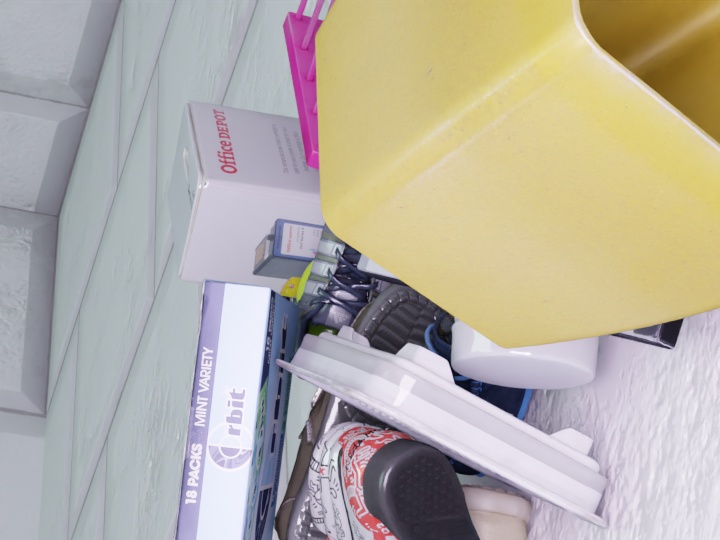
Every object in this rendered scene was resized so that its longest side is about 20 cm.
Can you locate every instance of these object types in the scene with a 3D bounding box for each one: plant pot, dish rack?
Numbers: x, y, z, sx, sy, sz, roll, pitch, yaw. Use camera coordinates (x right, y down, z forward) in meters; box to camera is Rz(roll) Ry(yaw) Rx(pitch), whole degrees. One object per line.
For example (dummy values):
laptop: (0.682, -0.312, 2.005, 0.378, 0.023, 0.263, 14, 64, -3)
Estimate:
plant pot: (0.087, -0.081, 0.987, 0.176, 0.200, 0.201, -33, 41, 31)
dish rack: (0.049, 0.081, 1.214, 0.044, 0.171, 0.200, -64, 17, -5)

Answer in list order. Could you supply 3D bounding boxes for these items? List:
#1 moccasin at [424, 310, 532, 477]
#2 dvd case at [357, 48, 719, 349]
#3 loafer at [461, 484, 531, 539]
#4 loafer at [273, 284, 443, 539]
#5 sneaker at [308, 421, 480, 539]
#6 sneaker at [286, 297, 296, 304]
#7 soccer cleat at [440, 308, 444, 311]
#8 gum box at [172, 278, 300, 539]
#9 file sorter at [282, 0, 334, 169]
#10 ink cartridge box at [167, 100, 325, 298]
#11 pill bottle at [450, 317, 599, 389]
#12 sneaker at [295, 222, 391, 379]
moccasin: (0.075, 0.039, 1.328, 0.081, 0.068, 0.201, -106, 27, -58)
dvd case: (0.100, -0.050, 1.122, 0.200, 0.025, 0.151, 14, 83, 40)
loafer: (0.044, 0.195, 1.331, 0.200, 0.075, 0.069, 125, 157, -57)
loafer: (-0.009, 0.099, 1.379, 0.070, 0.075, 0.201, 1, 62, 60)
sneaker: (0.033, 0.180, 1.239, 0.108, 0.067, 0.202, 16, 131, 60)
sneaker: (-0.044, 0.041, 1.743, 0.200, 0.090, 0.079, 128, 149, -59)
soccer cleat: (0.023, 0.069, 1.486, 0.081, 0.067, 0.200, -50, -14, -51)
gum box: (-0.075, 0.098, 1.315, 0.200, 0.044, 0.171, 53, -136, -84)
file sorter: (0.038, -0.159, 1.480, 0.200, 0.138, 0.126, -101, 29, -55)
ink cartridge box: (-0.035, -0.047, 1.550, 0.145, 0.199, 0.088, -108, 31, -61)
pill bottle: (0.100, -0.039, 1.205, 0.111, 0.110, 0.201, 142, 136, -69)
sneaker: (0.000, 0.000, 1.418, 0.200, 0.074, 0.081, 108, 178, -45)
